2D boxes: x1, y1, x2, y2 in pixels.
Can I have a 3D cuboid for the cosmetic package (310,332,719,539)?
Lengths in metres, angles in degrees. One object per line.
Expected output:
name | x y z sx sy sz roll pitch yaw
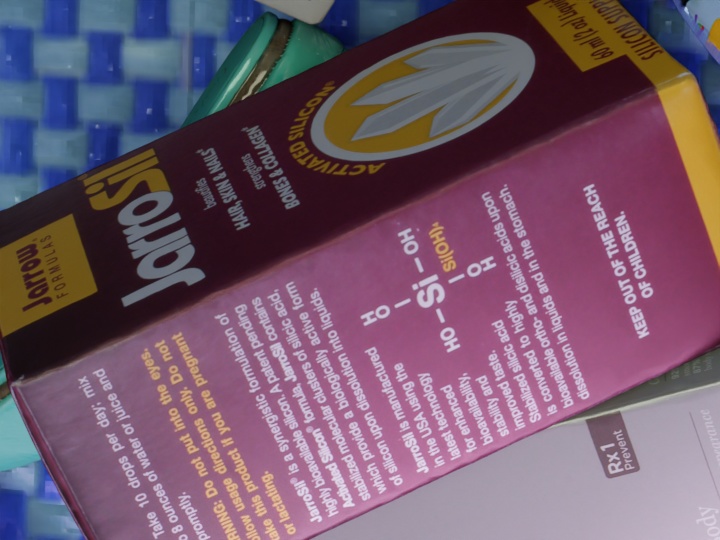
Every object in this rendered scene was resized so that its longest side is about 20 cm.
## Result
cosmetic package | 0.049 0.071 0.789 0.200 0.090 0.107 -19 117 12

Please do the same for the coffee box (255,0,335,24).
coffee box | -0.005 -0.188 0.736 0.080 0.113 0.200 20 117 -24

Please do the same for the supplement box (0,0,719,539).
supplement box | 0.000 0.000 0.746 0.200 0.110 0.086 -25 118 -2

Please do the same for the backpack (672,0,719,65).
backpack | 0.185 -0.120 0.721 0.183 0.135 0.200 37 103 5

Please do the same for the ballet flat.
ballet flat | -0.062 0.010 0.831 0.070 0.067 0.200 39 106 -12
